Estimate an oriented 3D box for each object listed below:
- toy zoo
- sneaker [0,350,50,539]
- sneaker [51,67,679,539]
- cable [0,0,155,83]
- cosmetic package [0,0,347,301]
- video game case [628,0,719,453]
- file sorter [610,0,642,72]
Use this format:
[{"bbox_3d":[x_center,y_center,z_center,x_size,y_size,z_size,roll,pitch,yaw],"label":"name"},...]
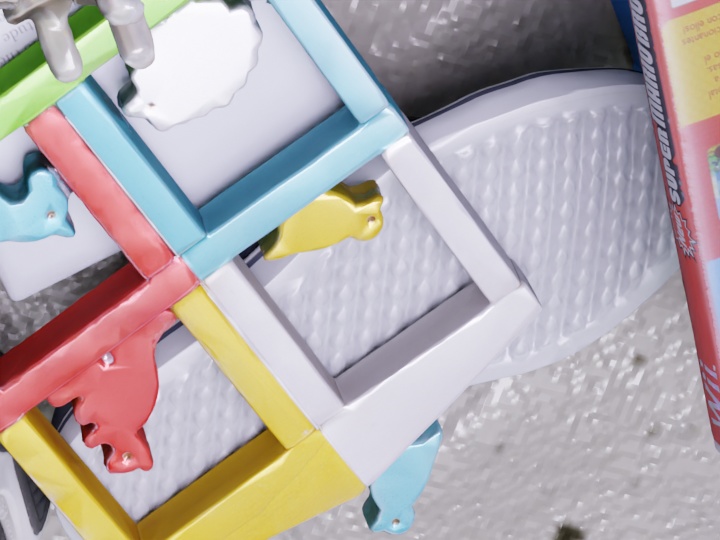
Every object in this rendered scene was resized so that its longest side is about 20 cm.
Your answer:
[{"bbox_3d":[-0.045,-0.005,0.731,0.131,0.020,0.200,-35,114,4],"label":"toy zoo"},{"bbox_3d":[-0.155,0.004,0.764,0.083,0.081,0.201,-11,109,25],"label":"sneaker"},{"bbox_3d":[0.000,0.000,0.795,0.199,0.079,0.079,-30,114,4],"label":"sneaker"},{"bbox_3d":[-0.087,-0.137,0.642,0.050,0.097,0.201,-10,86,-21],"label":"cable"},{"bbox_3d":[-0.089,-0.106,0.731,0.101,0.071,0.201,-26,117,-1],"label":"cosmetic package"},{"bbox_3d":[0.129,-0.065,0.653,0.142,0.017,0.201,-20,118,-11],"label":"video game case"},{"bbox_3d":[0.122,-0.116,0.745,0.122,0.139,0.201,-26,117,-4],"label":"file sorter"}]
